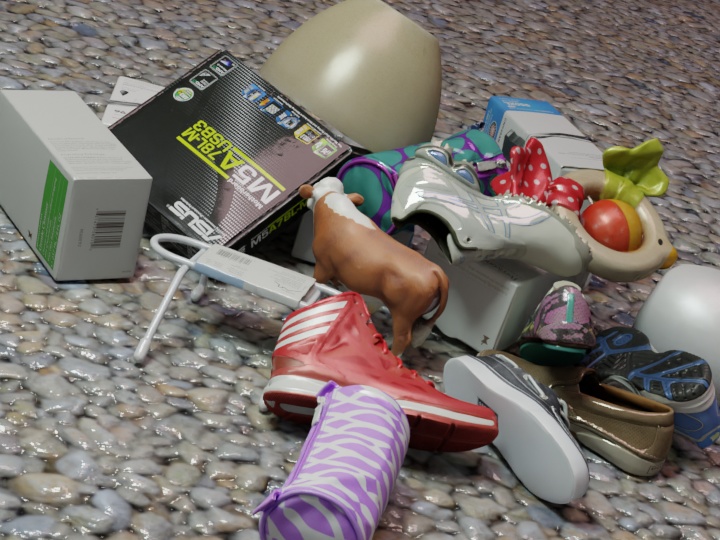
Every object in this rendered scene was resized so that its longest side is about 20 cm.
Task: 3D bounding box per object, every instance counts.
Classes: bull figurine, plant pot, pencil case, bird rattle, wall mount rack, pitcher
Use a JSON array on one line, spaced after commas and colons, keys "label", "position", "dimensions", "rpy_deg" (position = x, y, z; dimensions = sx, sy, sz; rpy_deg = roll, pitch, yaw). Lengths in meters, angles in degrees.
[{"label": "bull figurine", "position": [0.000, 0.000, 1.501], "dimensions": [0.065, 0.123, 0.199], "rpy_deg": [-7, 33, -44]}, {"label": "plant pot", "position": [0.010, -0.211, 1.707], "dimensions": [0.199, 0.135, 0.200], "rpy_deg": [33, 7, -4]}, {"label": "pencil case", "position": [-0.017, 0.152, 1.196], "dimensions": [0.086, 0.084, 0.200], "rpy_deg": [50, 20, -9]}, {"label": "bird rattle", "position": [0.231, -0.061, 1.582], "dimensions": [0.198, 0.113, 0.164], "rpy_deg": [-1, 50, -41]}, {"label": "wall mount rack", "position": [-0.107, 0.040, 1.412], "dimensions": [0.198, 0.075, 0.174], "rpy_deg": [19, 20, 6]}, {"label": "pencil case", "position": [0.066, -0.089, 1.616], "dimensions": [0.092, 0.086, 0.199], "rpy_deg": [-14, 4, 42]}, {"label": "pitcher", "position": [0.377, 0.085, 1.601], "dimensions": [0.199, 0.122, 0.171], "rpy_deg": [37, 8, 18]}]

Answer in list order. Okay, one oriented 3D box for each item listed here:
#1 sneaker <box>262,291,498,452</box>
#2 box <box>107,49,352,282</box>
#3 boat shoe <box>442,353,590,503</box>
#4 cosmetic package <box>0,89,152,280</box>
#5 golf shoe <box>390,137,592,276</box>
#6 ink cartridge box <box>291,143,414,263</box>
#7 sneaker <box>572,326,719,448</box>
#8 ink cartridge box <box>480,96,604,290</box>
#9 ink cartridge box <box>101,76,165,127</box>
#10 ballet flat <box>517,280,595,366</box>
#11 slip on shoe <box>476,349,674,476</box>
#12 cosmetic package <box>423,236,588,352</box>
[{"label": "sneaker", "position": [0.024, 0.077, 1.342], "dimensions": [0.197, 0.078, 0.117], "rpy_deg": [13, 64, -10]}, {"label": "box", "position": [-0.141, -0.109, 1.603], "dimensions": [0.193, 0.048, 0.200], "rpy_deg": [-37, 62, -27]}, {"label": "boat shoe", "position": [0.147, 0.128, 1.378], "dimensions": [0.067, 0.073, 0.200], "rpy_deg": [-11, 27, -25]}, {"label": "cosmetic package", "position": [-0.277, -0.083, 1.519], "dimensions": [0.084, 0.109, 0.200], "rpy_deg": [-3, 29, -34]}, {"label": "golf shoe", "position": [0.116, -0.031, 1.498], "dimensions": [0.198, 0.078, 0.098], "rpy_deg": [28, 60, 0]}, {"label": "ink cartridge box", "position": [-0.003, -0.066, 1.713], "dimensions": [0.114, 0.067, 0.200], "rpy_deg": [16, 23, -4]}, {"label": "sneaker", "position": [0.265, 0.111, 1.516], "dimensions": [0.075, 0.078, 0.200], "rpy_deg": [-33, 25, -12]}, {"label": "ink cartridge box", "position": [0.198, -0.089, 1.802], "dimensions": [0.083, 0.146, 0.200], "rpy_deg": [4, 26, -23]}, {"label": "ink cartridge box", "position": [-0.221, -0.133, 1.716], "dimensions": [0.115, 0.069, 0.201], "rpy_deg": [13, 24, -7]}, {"label": "ballet flat", "position": [0.184, 0.047, 1.478], "dimensions": [0.068, 0.072, 0.200], "rpy_deg": [10, -8, 3]}, {"label": "slip on shoe", "position": [0.193, 0.112, 1.459], "dimensions": [0.199, 0.061, 0.076], "rpy_deg": [31, 27, 29]}, {"label": "cosmetic package", "position": [0.146, 0.005, 1.618], "dimensions": [0.107, 0.086, 0.199], "rpy_deg": [30, 26, 21]}]
